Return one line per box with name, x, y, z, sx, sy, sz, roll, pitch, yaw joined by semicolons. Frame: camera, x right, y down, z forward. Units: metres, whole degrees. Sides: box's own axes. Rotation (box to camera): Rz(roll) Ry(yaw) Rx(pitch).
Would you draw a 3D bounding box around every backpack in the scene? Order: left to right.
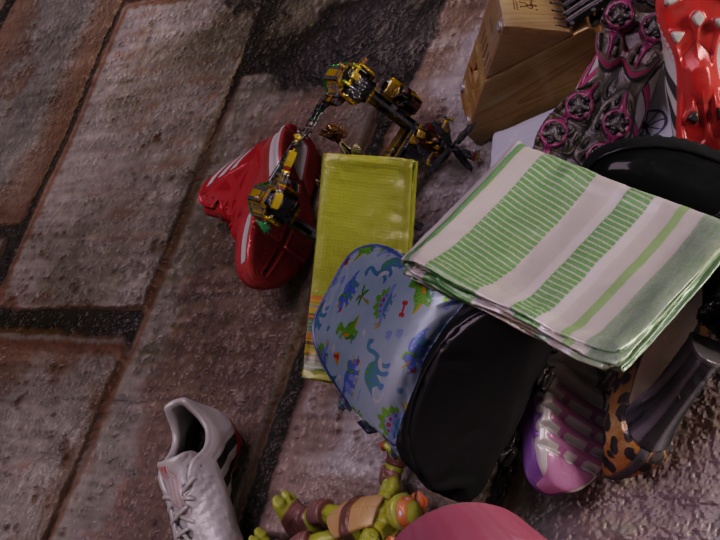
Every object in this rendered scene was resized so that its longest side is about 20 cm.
backpack;0.049;0.060;1.276;0.200;0.154;0.163;-110;44;-72

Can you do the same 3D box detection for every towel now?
towel;0.000;0.000;1.422;0.086;0.018;0.200;5;88;5
towel;0.146;-0.015;1.171;0.200;0.023;0.153;26;60;38

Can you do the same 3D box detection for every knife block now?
knife block;0.195;-0.197;1.481;0.175;0.200;0.064;5;49;-11

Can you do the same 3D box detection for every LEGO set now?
LEGO set;0.004;-0.088;1.471;0.200;0.154;0.116;-51;24;-9

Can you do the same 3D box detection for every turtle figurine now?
turtle figurine;-0.004;0.198;1.333;0.161;0.064;0.200;-16;38;37

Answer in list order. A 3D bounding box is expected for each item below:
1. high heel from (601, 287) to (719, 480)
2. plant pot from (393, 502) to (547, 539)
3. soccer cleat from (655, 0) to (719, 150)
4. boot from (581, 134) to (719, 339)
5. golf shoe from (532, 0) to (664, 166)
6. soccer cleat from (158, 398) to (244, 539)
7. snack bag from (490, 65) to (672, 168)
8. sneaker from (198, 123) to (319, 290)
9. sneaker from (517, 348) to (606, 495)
high heel;0.220;0.062;1.264;0.143;0.071;0.200;-60;11;31
plant pot;0.092;0.258;1.127;0.200;0.200;0.179;-42;25;6
soccer cleat;0.269;-0.174;1.316;0.069;0.085;0.200;-6;95;1
boot;0.260;-0.016;1.202;0.198;0.073;0.163;10;43;-2
golf shoe;0.208;-0.136;1.380;0.073;0.092;0.200;29;90;17
soccer cleat;-0.140;0.201;1.415;0.069;0.085;0.200;-24;46;25
snack bag;0.187;-0.081;1.411;0.189;0.021;0.200;-22;40;27
sneaker;-0.107;-0.045;1.610;0.115;0.078;0.200;-25;34;35
sneaker;0.138;0.095;1.289;0.088;0.080;0.200;-27;40;31
